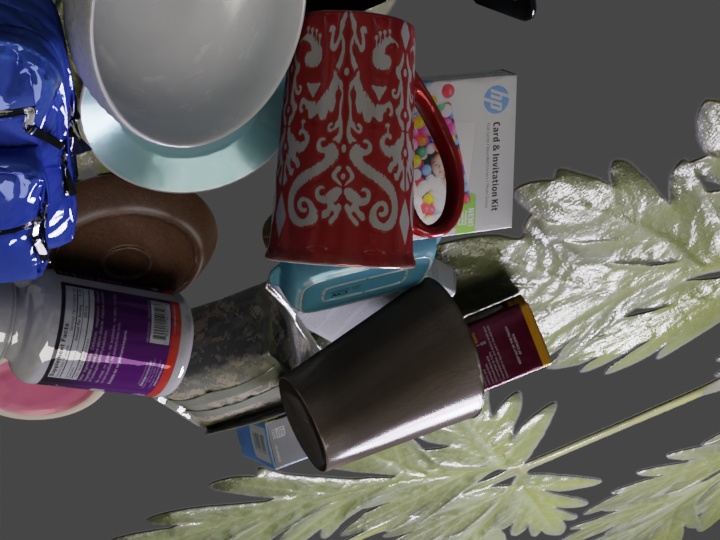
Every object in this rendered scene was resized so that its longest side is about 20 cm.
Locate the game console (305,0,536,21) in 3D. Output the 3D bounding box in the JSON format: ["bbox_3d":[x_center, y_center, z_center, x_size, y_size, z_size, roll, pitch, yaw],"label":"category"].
[{"bbox_3d":[0.022,-0.261,0.659,0.173,0.118,0.201,-21,143,4],"label":"game console"}]

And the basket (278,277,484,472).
[{"bbox_3d":[0.019,0.128,0.992,0.198,0.136,0.183,-23,114,-22],"label":"basket"}]

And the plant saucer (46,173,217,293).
[{"bbox_3d":[-0.246,-0.018,0.925,0.197,0.035,0.202,-11,143,-9],"label":"plant saucer"}]

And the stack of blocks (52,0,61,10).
[{"bbox_3d":[-0.283,-0.211,0.645,0.114,0.059,0.201,11,134,-33],"label":"stack of blocks"}]

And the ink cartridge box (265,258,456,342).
[{"bbox_3d":[-0.007,0.018,1.075,0.198,0.058,0.163,31,124,-21],"label":"ink cartridge box"}]

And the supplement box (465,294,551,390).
[{"bbox_3d":[0.141,0.112,1.165,0.197,0.087,0.110,-23,-179,7],"label":"supplement box"}]

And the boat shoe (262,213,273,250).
[{"bbox_3d":[-0.008,-0.064,0.944,0.197,0.074,0.065,-20,164,1],"label":"boat shoe"}]

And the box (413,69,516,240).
[{"bbox_3d":[0.055,-0.109,0.869,0.197,0.041,0.159,-7,112,-15],"label":"box"}]

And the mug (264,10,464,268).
[{"bbox_3d":[0.000,-0.108,0.771,0.132,0.204,0.176,5,-175,35],"label":"mug"}]

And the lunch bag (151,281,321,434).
[{"bbox_3d":[-0.137,0.124,1.073,0.162,0.119,0.200,-17,146,15],"label":"lunch bag"}]

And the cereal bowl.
[{"bbox_3d":[-0.136,-0.201,0.658,0.199,0.083,0.203,-31,137,-34],"label":"cereal bowl"}]

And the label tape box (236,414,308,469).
[{"bbox_3d":[-0.054,0.198,1.185,0.197,0.067,0.143,-17,-177,-25],"label":"label tape box"}]

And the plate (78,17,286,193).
[{"bbox_3d":[-0.155,-0.150,0.803,0.197,0.026,0.202,-12,143,-9],"label":"plate"}]

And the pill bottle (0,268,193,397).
[{"bbox_3d":[-0.277,0.063,0.893,0.198,0.114,0.113,12,134,-33],"label":"pill bottle"}]

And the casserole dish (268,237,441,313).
[{"bbox_3d":[0.000,0.000,0.952,0.197,0.039,0.122,-13,158,-12],"label":"casserole dish"}]

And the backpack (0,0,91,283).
[{"bbox_3d":[-0.268,-0.099,0.607,0.160,0.169,0.201,-8,142,-24],"label":"backpack"}]

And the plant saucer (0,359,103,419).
[{"bbox_3d":[-0.370,0.113,1.024,0.197,0.051,0.202,-11,143,-8],"label":"plant saucer"}]
